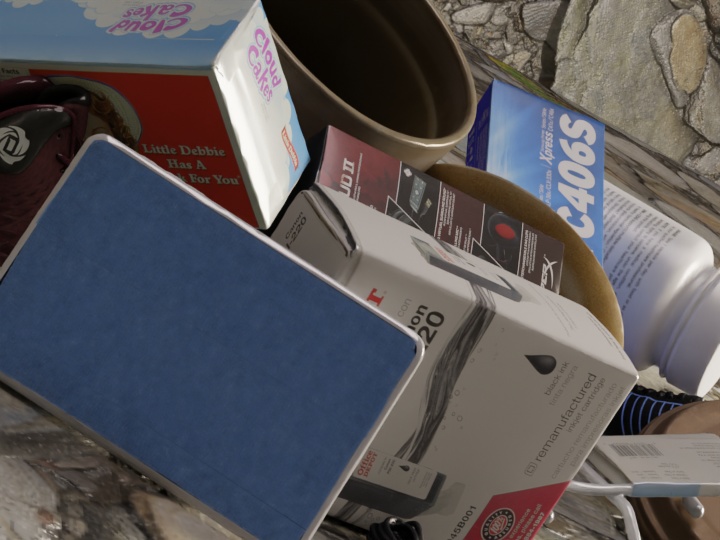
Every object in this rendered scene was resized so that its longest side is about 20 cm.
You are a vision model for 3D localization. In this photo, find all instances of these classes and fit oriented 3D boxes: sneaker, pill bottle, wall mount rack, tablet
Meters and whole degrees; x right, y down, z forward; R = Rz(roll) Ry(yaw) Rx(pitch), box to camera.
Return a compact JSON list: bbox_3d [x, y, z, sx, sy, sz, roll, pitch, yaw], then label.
[{"bbox_3d":[0.225,0.115,1.564,0.070,0.078,0.200,16,21,-49],"label":"sneaker"},{"bbox_3d":[-0.154,-0.037,1.172,0.199,0.116,0.076,23,15,-31],"label":"sneaker"},{"bbox_3d":[0.192,0.004,1.609,0.199,0.114,0.113,32,12,18],"label":"pill bottle"},{"bbox_3d":[0.194,0.157,1.287,0.198,0.075,0.174,1,23,-25],"label":"wall mount rack"},{"bbox_3d":[-0.082,0.036,1.049,0.199,0.131,0.014,32,-9,4],"label":"tablet"}]

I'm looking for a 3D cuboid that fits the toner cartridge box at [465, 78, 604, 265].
[{"bbox_3d":[0.121,-0.040,1.511,0.094,0.043,0.201,19,45,-13],"label":"toner cartridge box"}]

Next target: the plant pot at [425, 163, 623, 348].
[{"bbox_3d":[0.078,0.022,1.406,0.199,0.201,0.027,34,49,11],"label":"plant pot"}]

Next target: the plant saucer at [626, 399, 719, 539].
[{"bbox_3d":[0.272,0.157,1.430,0.198,0.030,0.201,14,41,-12],"label":"plant saucer"}]

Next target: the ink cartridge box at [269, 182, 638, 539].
[{"bbox_3d":[0.026,0.061,1.150,0.199,0.146,0.085,24,16,-29],"label":"ink cartridge box"}]

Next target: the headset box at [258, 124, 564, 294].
[{"bbox_3d":[0.000,0.000,1.306,0.199,0.148,0.076,25,58,-25],"label":"headset box"}]

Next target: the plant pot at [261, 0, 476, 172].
[{"bbox_3d":[-0.054,-0.108,1.380,0.199,0.173,0.201,31,35,-25],"label":"plant pot"}]

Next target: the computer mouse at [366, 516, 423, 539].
[{"bbox_3d":[0.099,0.184,1.083,0.199,0.046,0.141,29,12,-10],"label":"computer mouse"}]

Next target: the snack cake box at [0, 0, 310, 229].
[{"bbox_3d":[-0.140,-0.092,1.211,0.198,0.116,0.067,5,42,25],"label":"snack cake box"}]
